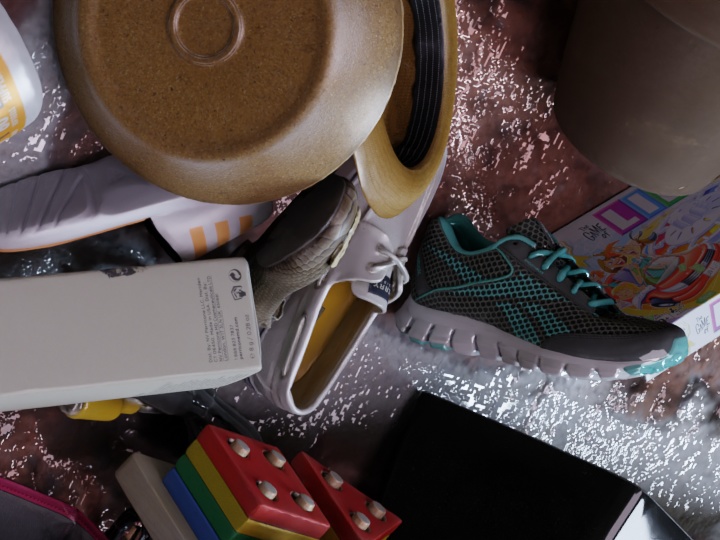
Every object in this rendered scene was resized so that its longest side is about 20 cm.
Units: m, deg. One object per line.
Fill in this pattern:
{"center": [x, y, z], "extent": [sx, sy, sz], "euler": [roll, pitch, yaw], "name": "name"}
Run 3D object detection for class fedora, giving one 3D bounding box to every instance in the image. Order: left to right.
{"center": [-0.006, -0.128, 1.428], "extent": [0.201, 0.082, 0.201], "euler": [3, 90, -69], "name": "fedora"}

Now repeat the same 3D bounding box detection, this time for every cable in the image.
{"center": [-0.116, 0.069, 1.522], "extent": [0.200, 0.050, 0.097], "euler": [40, 73, -55], "name": "cable"}

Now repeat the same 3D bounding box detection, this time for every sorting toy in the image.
{"center": [-0.021, 0.186, 1.499], "extent": [0.070, 0.200, 0.199], "euler": [-48, 142, 14], "name": "sorting toy"}

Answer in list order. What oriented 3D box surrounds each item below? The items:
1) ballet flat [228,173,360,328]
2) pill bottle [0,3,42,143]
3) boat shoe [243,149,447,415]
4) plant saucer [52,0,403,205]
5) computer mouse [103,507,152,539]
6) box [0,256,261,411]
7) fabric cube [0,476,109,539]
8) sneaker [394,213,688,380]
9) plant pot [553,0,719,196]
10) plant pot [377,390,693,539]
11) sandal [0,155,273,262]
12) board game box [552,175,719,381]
{"center": [-0.039, -0.004, 1.433], "extent": [0.046, 0.200, 0.067], "euler": [36, 62, -10], "name": "ballet flat"}
{"center": [-0.270, -0.074, 1.257], "extent": [0.200, 0.116, 0.116], "euler": [-36, 131, -16], "name": "pill bottle"}
{"center": [0.000, 0.000, 1.534], "extent": [0.071, 0.070, 0.200], "euler": [33, 93, -43], "name": "boat shoe"}
{"center": [-0.077, -0.131, 1.327], "extent": [0.035, 0.200, 0.201], "euler": [-33, 145, -72], "name": "plant saucer"}
{"center": [-0.188, 0.230, 1.533], "extent": [0.034, 0.059, 0.200], "euler": [26, 96, -36], "name": "computer mouse"}
{"center": [-0.162, 0.038, 1.392], "extent": [0.200, 0.082, 0.069], "euler": [-5, 82, -25], "name": "box"}
{"center": [-0.234, 0.235, 1.407], "extent": [0.200, 0.196, 0.200], "euler": [29, 97, -44], "name": "fabric cube"}
{"center": [0.112, 0.014, 1.553], "extent": [0.078, 0.200, 0.091], "euler": [-10, 109, -59], "name": "sneaker"}
{"center": [0.206, -0.148, 1.550], "extent": [0.200, 0.200, 0.175], "euler": [-1, 134, -37], "name": "plant pot"}
{"center": [0.109, 0.226, 1.634], "extent": [0.178, 0.200, 0.200], "euler": [-58, 135, -12], "name": "plant pot"}
{"center": [-0.123, -0.033, 1.425], "extent": [0.206, 0.079, 0.059], "euler": [-16, 125, -20], "name": "sandal"}
{"center": [0.222, -0.016, 1.649], "extent": [0.200, 0.134, 0.034], "euler": [-31, 129, -20], "name": "board game box"}
